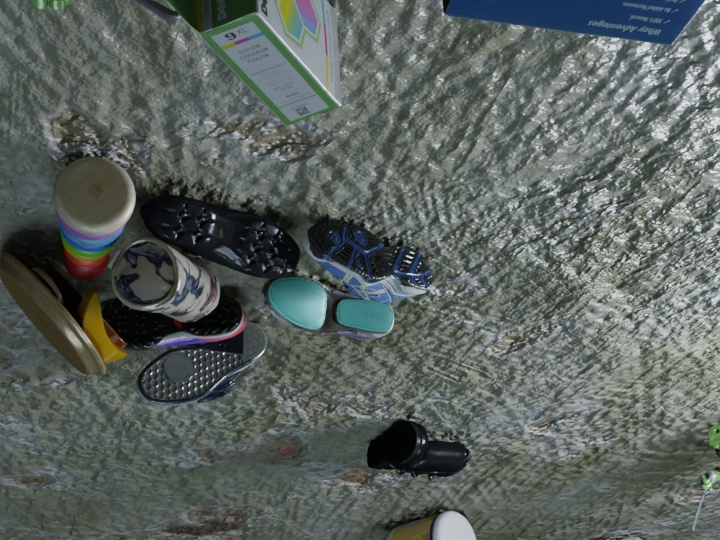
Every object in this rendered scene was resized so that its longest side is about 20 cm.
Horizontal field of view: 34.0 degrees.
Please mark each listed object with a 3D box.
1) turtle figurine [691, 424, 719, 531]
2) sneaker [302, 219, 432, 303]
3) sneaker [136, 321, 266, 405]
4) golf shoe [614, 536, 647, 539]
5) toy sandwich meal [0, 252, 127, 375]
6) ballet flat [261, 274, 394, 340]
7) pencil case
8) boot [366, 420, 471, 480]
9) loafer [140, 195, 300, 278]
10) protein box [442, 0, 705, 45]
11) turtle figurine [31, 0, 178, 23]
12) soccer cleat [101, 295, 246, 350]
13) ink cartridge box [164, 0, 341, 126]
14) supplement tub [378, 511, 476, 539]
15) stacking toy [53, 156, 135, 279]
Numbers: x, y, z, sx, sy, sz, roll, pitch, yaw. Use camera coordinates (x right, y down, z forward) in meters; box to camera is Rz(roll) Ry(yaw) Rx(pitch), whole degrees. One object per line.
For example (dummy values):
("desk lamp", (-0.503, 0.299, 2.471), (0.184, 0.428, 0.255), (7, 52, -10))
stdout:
("turtle figurine", (0.701, 0.381, 2.163), (0.143, 0.200, 0.195), (22, 150, 43))
("sneaker", (0.000, 0.000, 1.420), (0.077, 0.077, 0.199), (-30, 142, 33))
("sneaker", (-0.236, 0.149, 1.609), (0.201, 0.078, 0.146), (-21, 170, -39))
("golf shoe", (0.599, 0.686, 2.837), (0.199, 0.079, 0.094), (-28, 145, 36))
("toy sandwich meal", (-0.349, 0.044, 1.406), (0.070, 0.205, 0.206), (-42, 161, -20))
("ballet flat", (-0.051, 0.052, 1.531), (0.198, 0.073, 0.072), (14, 148, -30))
("pencil case", (-0.223, 0.013, 1.345), (0.088, 0.079, 0.200), (17, 176, 8))
("boot", (0.117, 0.317, 2.054), (0.160, 0.075, 0.198), (11, 156, -22))
("loafer", (-0.157, -0.042, 1.338), (0.198, 0.069, 0.070), (19, -178, -36))
("protein box", (0.172, -0.285, 0.834), (0.195, 0.137, 0.201), (3, 152, -16))
("turtle figurine", (-0.249, -0.217, 0.847), (0.143, 0.202, 0.194), (-30, -175, -17))
("soccer cleat", (-0.246, 0.072, 1.539), (0.196, 0.069, 0.073), (-6, 164, 2))
("ink cartridge box", (-0.086, -0.216, 0.960), (0.058, 0.105, 0.200), (-16, 150, 21))
("supplement tub", (0.140, 0.613, 2.547), (0.198, 0.148, 0.144), (-26, 146, 34))
("stacking toy", (-0.297, -0.046, 1.297), (0.084, 0.087, 0.200), (3, 159, -14))
